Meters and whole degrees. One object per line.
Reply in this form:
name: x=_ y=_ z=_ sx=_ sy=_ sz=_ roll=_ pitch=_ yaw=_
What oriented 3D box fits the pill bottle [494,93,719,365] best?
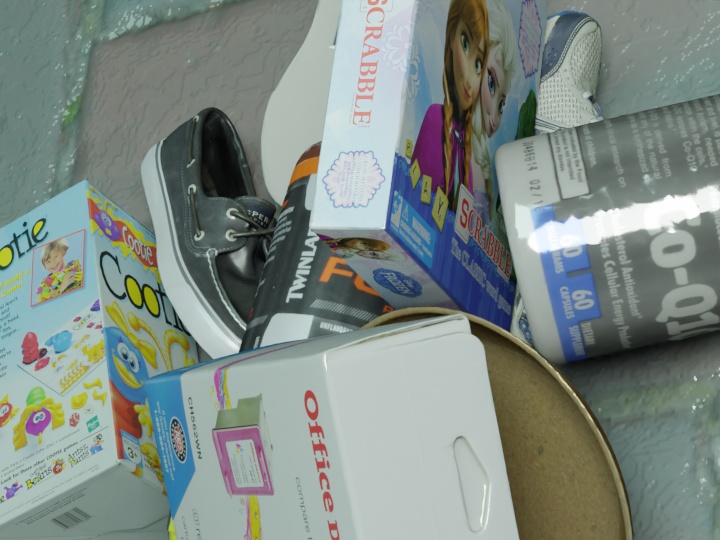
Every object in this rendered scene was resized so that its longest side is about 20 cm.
pill bottle: x=0.173 y=-0.028 z=1.184 sx=0.199 sy=0.114 sz=0.114 roll=-13 pitch=54 yaw=6

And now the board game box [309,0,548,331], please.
board game box: x=0.039 y=-0.082 z=1.195 sx=0.041 sy=0.200 sz=0.201 roll=1 pitch=73 yaw=20

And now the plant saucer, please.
plant saucer: x=0.061 y=0.109 z=1.204 sx=0.199 sy=0.035 sz=0.201 roll=18 pitch=118 yaw=37

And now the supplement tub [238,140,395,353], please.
supplement tub: x=0.000 y=0.000 z=1.330 sx=0.106 sy=0.107 sz=0.201 roll=-1 pitch=63 yaw=36

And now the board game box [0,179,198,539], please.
board game box: x=-0.159 y=0.069 z=1.408 sx=0.105 sy=0.103 sz=0.201 roll=-27 pitch=51 yaw=21

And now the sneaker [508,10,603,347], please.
sneaker: x=0.120 y=-0.044 z=1.301 sx=0.085 sy=0.077 sz=0.201 roll=0 pitch=72 yaw=29

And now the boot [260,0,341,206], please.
boot: x=0.008 y=-0.130 z=1.437 sx=0.073 sy=0.090 sz=0.201 roll=29 pitch=110 yaw=23

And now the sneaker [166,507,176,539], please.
sneaker: x=-0.065 y=0.180 z=1.291 sx=0.074 sy=0.084 sz=0.201 roll=29 pitch=105 yaw=59

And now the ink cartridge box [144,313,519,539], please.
ink cartridge box: x=-0.015 y=0.106 z=1.147 sx=0.200 sy=0.084 sz=0.145 roll=-12 pitch=90 yaw=60

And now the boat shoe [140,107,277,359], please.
boat shoe: x=-0.076 y=-0.022 z=1.426 sx=0.066 sy=0.070 sz=0.201 roll=-46 pitch=37 yaw=23
